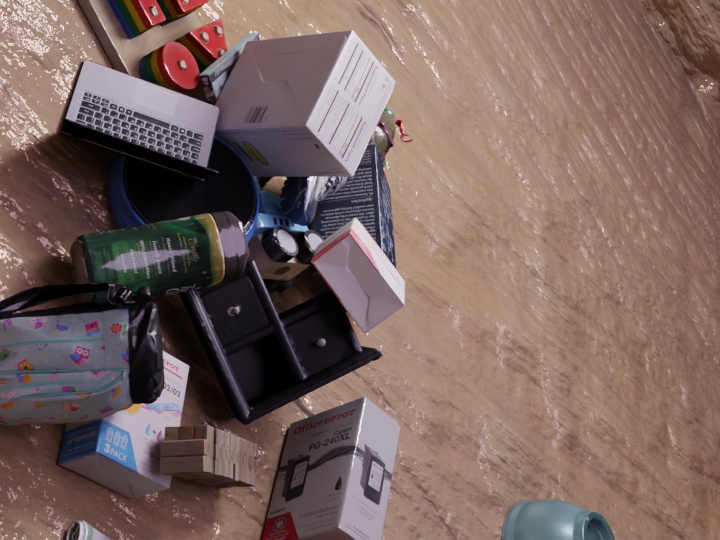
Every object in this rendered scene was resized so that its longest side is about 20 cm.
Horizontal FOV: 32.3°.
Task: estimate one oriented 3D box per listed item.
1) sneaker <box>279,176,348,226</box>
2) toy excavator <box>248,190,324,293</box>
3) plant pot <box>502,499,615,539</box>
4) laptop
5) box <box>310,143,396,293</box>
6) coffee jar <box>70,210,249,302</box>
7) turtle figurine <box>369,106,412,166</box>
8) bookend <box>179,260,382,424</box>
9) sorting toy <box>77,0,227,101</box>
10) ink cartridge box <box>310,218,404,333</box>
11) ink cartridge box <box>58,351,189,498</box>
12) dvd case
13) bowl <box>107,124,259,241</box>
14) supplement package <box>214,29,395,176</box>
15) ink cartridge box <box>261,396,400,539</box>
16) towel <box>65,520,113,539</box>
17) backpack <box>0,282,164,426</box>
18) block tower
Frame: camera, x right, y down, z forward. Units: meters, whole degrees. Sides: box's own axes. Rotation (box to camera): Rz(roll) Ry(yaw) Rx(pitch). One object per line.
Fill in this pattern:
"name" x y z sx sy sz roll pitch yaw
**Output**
"sneaker" -0.053 -0.136 1.730 0.085 0.077 0.201 27 46 -21
"toy excavator" -0.163 -0.080 1.707 0.194 0.100 0.201 6 54 -53
"plant pot" 0.346 0.473 2.075 0.200 0.134 0.202 32 48 -43
"laptop" -0.261 -0.191 1.523 0.186 0.116 0.201 19 52 -15
"box" -0.011 -0.061 1.834 0.149 0.106 0.201 67 18 -65
"coffee jar" -0.234 -0.013 1.461 0.199 0.104 0.086 -12 85 -22
"turtle figurine" 0.006 -0.215 2.008 0.150 0.100 0.200 54 41 -21
"bookend" -0.107 0.062 1.590 0.199 0.092 0.200 -24 95 -13
"sorting toy" -0.261 -0.323 1.703 0.200 0.069 0.200 62 33 -10
"ink cartridge box" 0.000 0.000 1.627 0.117 0.067 0.200 53 7 -7
"ink cartridge box" -0.267 0.146 1.436 0.115 0.068 0.201 37 45 -40
"dvd case" -0.160 -0.215 1.761 0.146 0.022 0.201 -52 135 -48
"bowl" -0.221 -0.098 1.588 0.199 0.039 0.202 14 57 -21
"supplement package" -0.082 -0.217 1.651 0.111 0.199 0.157 43 62 -40
"ink cartridge box" -0.037 0.281 1.620 0.083 0.145 0.201 41 42 -31
"towel" -0.256 0.380 1.359 0.200 0.031 0.150 42 42 -35
"backpack" -0.308 0.095 1.298 0.167 0.198 0.127 103 -19 -63
"block tower" -0.174 0.221 1.465 0.200 0.057 0.054 51 38 -72
